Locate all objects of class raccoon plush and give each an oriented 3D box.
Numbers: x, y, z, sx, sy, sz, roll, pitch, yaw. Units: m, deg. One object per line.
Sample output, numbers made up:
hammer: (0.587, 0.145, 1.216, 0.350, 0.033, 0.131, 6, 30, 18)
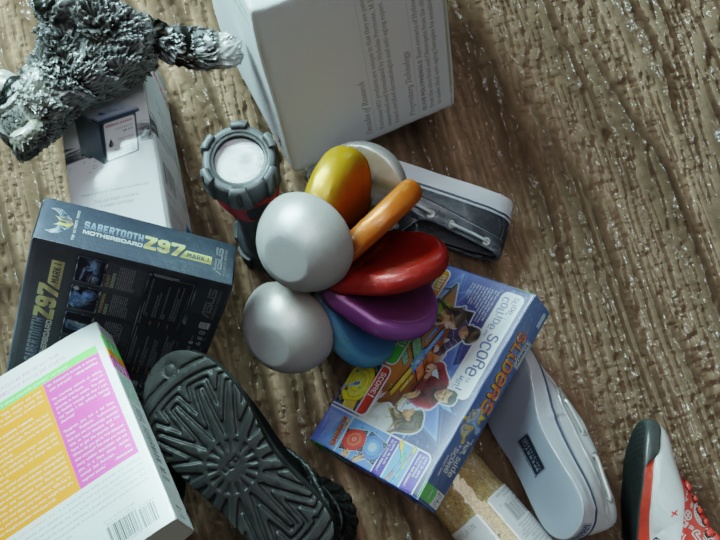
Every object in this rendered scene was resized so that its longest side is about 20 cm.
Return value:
raccoon plush: (-0.202, -0.145, 0.860, 0.198, 0.097, 0.135, 7, 82, 4)

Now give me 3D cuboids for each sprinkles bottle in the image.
sprinkles bottle: (0.134, 0.243, 0.917, 0.068, 0.068, 0.200, -39, 78, -11)

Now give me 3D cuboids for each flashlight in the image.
flashlight: (-0.095, -0.059, 0.928, 0.068, 0.200, 0.068, 24, 75, 7)

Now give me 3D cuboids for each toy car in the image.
toy car: (0.000, 0.000, 0.904, 0.149, 0.201, 0.175, 24, 37, 14)

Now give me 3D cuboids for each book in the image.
book: (-0.215, 0.145, 0.784, 0.133, 0.048, 0.200, -34, 50, 1)

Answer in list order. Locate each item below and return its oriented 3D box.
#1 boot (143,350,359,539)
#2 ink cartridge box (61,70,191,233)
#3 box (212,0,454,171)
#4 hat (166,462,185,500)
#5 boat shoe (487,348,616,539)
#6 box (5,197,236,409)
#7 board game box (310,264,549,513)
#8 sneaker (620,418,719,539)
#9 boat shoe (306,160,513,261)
boot: (-0.088, 0.161, 0.890, 0.079, 0.158, 0.212, -38, 81, 1)
ink cartridge box: (-0.209, -0.092, 0.964, 0.085, 0.147, 0.201, -13, 74, -2)
box: (-0.036, -0.244, 0.959, 0.170, 0.201, 0.200, -24, 55, -7)
hat: (-0.145, 0.263, 0.819, 0.175, 0.200, 0.166, 32, 99, 23)
boat shoe: (0.164, 0.143, 0.951, 0.065, 0.074, 0.201, 5, 56, -39)
box: (-0.203, 0.043, 0.885, 0.157, 0.201, 0.051, 13, 42, -14)
board game box: (0.060, 0.093, 0.937, 0.135, 0.034, 0.201, 21, 73, 43)
sneaker: (0.287, 0.233, 0.925, 0.107, 0.067, 0.203, 3, 78, -1)
boat shoe: (0.042, -0.056, 1.002, 0.198, 0.072, 0.068, 16, 73, -4)
